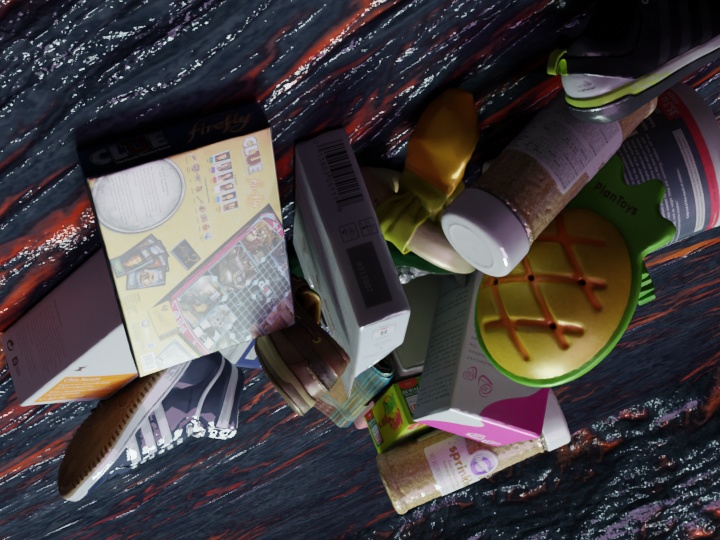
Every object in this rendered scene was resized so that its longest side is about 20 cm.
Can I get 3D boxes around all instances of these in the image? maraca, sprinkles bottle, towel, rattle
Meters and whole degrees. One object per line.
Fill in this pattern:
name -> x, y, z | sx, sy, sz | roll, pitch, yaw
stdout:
maraca -> 0.171, 0.001, 0.996 | 0.201, 0.137, 0.107 | -57, 148, 5
sprinkles bottle -> 0.150, -0.087, 0.958 | 0.200, 0.068, 0.068 | -46, 169, -18
towel -> -0.045, 0.098, 1.313 | 0.022, 0.146, 0.200 | -51, 177, -29
rattle -> 0.098, -0.071, 1.055 | 0.199, 0.130, 0.144 | 16, 99, -39
sprinkles bottle -> 0.117, 0.185, 1.272 | 0.198, 0.069, 0.068 | -24, 162, 1

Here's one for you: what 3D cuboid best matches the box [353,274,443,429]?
box -> 0.044, 0.075, 1.347 | 0.108, 0.129, 0.200 | -15, 160, -21

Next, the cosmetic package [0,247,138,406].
cosmetic package -> -0.212, 0.043, 1.055 | 0.199, 0.072, 0.101 | -36, 157, 34

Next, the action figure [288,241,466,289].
action figure -> 0.000, 0.000, 1.168 | 0.197, 0.055, 0.118 | -4, -170, -14

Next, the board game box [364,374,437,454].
board game box -> 0.113, 0.133, 1.308 | 0.198, 0.048, 0.102 | -15, 160, -25

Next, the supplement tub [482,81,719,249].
supplement tub -> 0.225, -0.076, 1.109 | 0.198, 0.142, 0.141 | -21, 162, -3

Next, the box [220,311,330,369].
box -> -0.101, 0.061, 1.198 | 0.198, 0.033, 0.121 | 9, 150, -19

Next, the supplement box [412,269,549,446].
supplement box -> 0.132, 0.061, 1.205 | 0.100, 0.202, 0.103 | 19, 160, -15

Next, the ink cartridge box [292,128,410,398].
ink cartridge box -> -0.012, 0.001, 1.016 | 0.056, 0.164, 0.200 | -18, 161, -6

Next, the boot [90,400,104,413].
boot -> -0.219, 0.148, 1.287 | 0.130, 0.071, 0.200 | -19, 176, -10

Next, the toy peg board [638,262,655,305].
toy peg board -> 0.258, 0.007, 1.451 | 0.197, 0.099, 0.200 | -26, 161, 10

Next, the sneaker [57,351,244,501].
sneaker -> -0.192, 0.152, 1.153 | 0.108, 0.070, 0.201 | 35, 96, -36

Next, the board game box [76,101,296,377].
board game box -> -0.123, -0.019, 0.910 | 0.134, 0.035, 0.202 | -17, 135, -14

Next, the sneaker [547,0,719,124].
sneaker -> 0.223, -0.188, 0.903 | 0.199, 0.083, 0.072 | -38, -152, -17

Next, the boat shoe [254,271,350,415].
boat shoe -> -0.063, 0.039, 1.044 | 0.067, 0.201, 0.072 | -35, 131, 2
